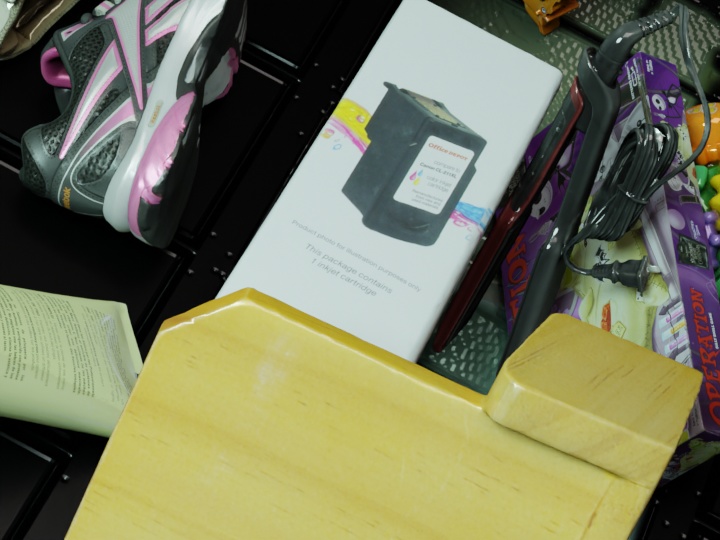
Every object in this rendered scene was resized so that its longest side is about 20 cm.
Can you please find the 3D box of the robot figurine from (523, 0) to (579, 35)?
[{"bbox_3d":[0.080,-0.233,1.045,0.145,0.058,0.200,-27,71,-30],"label":"robot figurine"}]

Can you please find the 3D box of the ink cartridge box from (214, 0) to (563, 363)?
[{"bbox_3d":[0.000,0.000,0.820,0.083,0.146,0.200,27,54,3],"label":"ink cartridge box"}]

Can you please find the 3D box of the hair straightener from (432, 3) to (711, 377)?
[{"bbox_3d":[0.105,-0.026,0.824,0.077,0.201,0.041,32,27,10],"label":"hair straightener"}]

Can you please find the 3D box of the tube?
[{"bbox_3d":[-0.157,0.033,0.767,0.200,0.052,0.058,14,89,-52],"label":"tube"}]

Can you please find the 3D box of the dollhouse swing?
[{"bbox_3d":[0.002,0.100,0.705,0.175,0.201,0.182,28,15,9],"label":"dollhouse swing"}]

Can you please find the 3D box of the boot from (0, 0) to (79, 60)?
[{"bbox_3d":[-0.230,-0.158,0.893,0.155,0.072,0.200,45,56,9],"label":"boot"}]

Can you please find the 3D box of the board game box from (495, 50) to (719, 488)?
[{"bbox_3d":[0.114,0.011,0.866,0.032,0.120,0.201,14,54,-27],"label":"board game box"}]

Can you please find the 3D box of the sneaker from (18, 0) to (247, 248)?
[{"bbox_3d":[-0.109,-0.108,0.898,0.086,0.081,0.201,14,50,4],"label":"sneaker"}]

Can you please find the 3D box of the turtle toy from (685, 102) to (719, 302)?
[{"bbox_3d":[0.182,0.002,0.901,0.145,0.101,0.201,22,64,-3],"label":"turtle toy"}]
